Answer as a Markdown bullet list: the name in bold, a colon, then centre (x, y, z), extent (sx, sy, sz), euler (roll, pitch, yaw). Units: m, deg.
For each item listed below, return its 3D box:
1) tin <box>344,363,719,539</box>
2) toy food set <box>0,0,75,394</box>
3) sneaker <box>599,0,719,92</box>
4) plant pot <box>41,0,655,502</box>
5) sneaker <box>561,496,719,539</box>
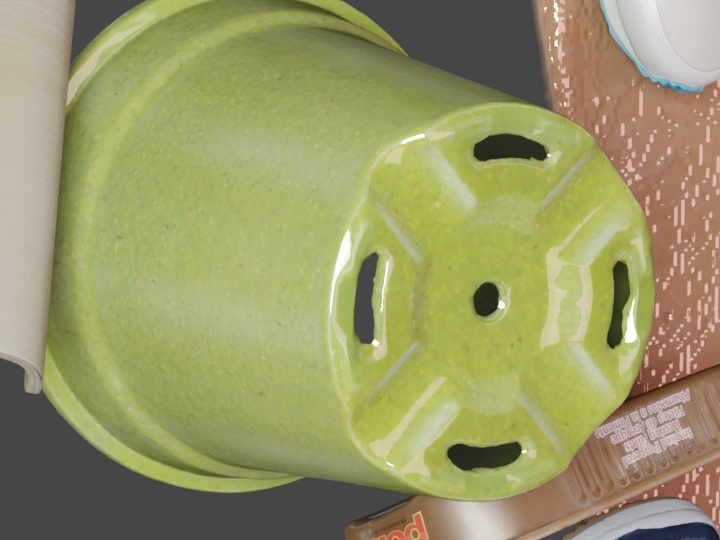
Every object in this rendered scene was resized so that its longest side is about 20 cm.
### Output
- **tin**: centre (0.080, 0.082, 0.911), extent (0.199, 0.112, 0.042), euler (-17, 85, -43)
- **toy food set**: centre (-0.188, -0.048, 0.762), extent (0.199, 0.060, 0.145), euler (14, 67, -28)
- **sneaker**: centre (0.150, -0.172, 0.945), extent (0.076, 0.081, 0.202), euler (5, 96, -33)
- **plant pot**: centre (0.000, 0.000, 0.820), extent (0.199, 0.184, 0.202), euler (-6, 101, -30)
- **sneaker**: centre (0.084, 0.167, 0.857), extent (0.199, 0.108, 0.071), euler (-30, 132, -25)
